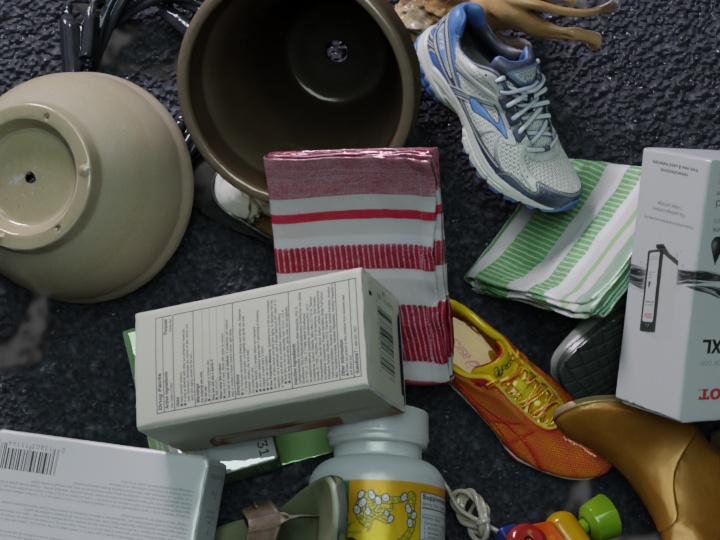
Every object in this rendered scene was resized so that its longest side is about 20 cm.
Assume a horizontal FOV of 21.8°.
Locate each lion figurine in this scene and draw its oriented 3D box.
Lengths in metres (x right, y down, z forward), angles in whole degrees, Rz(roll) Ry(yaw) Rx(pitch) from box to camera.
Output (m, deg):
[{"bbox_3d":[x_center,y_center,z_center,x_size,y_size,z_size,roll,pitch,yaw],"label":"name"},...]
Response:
[{"bbox_3d":[0.119,-0.223,1.610,0.122,0.200,0.073,15,75,-28],"label":"lion figurine"}]

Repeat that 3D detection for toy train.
[{"bbox_3d":[0.159,0.215,1.519,0.115,0.085,0.200,-25,65,-21],"label":"toy train"}]

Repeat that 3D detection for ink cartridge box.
[{"bbox_3d":[-0.219,0.229,1.519,0.199,0.045,0.177,5,77,22],"label":"ink cartridge box"},{"bbox_3d":[-0.087,0.096,1.579,0.199,0.048,0.146,-16,73,0],"label":"ink cartridge box"},{"bbox_3d":[0.286,0.011,1.447,0.145,0.084,0.201,-1,100,-31],"label":"ink cartridge box"}]

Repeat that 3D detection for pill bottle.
[{"bbox_3d":[0.012,0.212,1.501,0.112,0.113,0.201,1,74,3],"label":"pill bottle"}]

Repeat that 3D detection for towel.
[{"bbox_3d":[0.000,0.000,1.517,0.143,0.023,0.201,-2,106,13],"label":"towel"},{"bbox_3d":[0.178,-0.031,1.541,0.023,0.200,0.153,44,77,-24],"label":"towel"}]

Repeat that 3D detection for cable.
[{"bbox_3d":[-0.185,-0.167,1.669,0.162,0.051,0.201,-6,72,-5],"label":"cable"}]

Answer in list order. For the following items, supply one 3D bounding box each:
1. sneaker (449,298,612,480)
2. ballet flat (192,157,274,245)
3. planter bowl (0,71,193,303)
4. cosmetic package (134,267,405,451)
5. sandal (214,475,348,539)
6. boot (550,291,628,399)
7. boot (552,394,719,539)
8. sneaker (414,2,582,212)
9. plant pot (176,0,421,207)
[{"bbox_3d":[0.126,0.103,1.549,0.200,0.077,0.073,37,77,8],"label":"sneaker"},{"bbox_3d":[-0.067,-0.055,1.609,0.199,0.068,0.068,29,69,13],"label":"ballet flat"},{"bbox_3d":[-0.255,-0.073,1.565,0.199,0.135,0.202,0,89,14],"label":"planter bowl"},{"bbox_3d":[-0.072,0.074,1.484,0.199,0.087,0.104,-10,68,19],"label":"cosmetic package"},{"bbox_3d":[-0.077,0.218,1.474,0.057,0.201,0.080,16,58,-38],"label":"sandal"},{"bbox_3d":[0.195,0.021,1.550,0.200,0.068,0.130,-39,42,-26],"label":"boot"},{"bbox_3d":[0.246,0.183,1.493,0.200,0.071,0.145,12,63,-20],"label":"boot"},{"bbox_3d":[0.120,-0.137,1.547,0.077,0.085,0.200,-26,72,-42],"label":"sneaker"},{"bbox_3d":[-0.039,-0.170,1.576,0.199,0.175,0.202,3,108,10],"label":"plant pot"}]
